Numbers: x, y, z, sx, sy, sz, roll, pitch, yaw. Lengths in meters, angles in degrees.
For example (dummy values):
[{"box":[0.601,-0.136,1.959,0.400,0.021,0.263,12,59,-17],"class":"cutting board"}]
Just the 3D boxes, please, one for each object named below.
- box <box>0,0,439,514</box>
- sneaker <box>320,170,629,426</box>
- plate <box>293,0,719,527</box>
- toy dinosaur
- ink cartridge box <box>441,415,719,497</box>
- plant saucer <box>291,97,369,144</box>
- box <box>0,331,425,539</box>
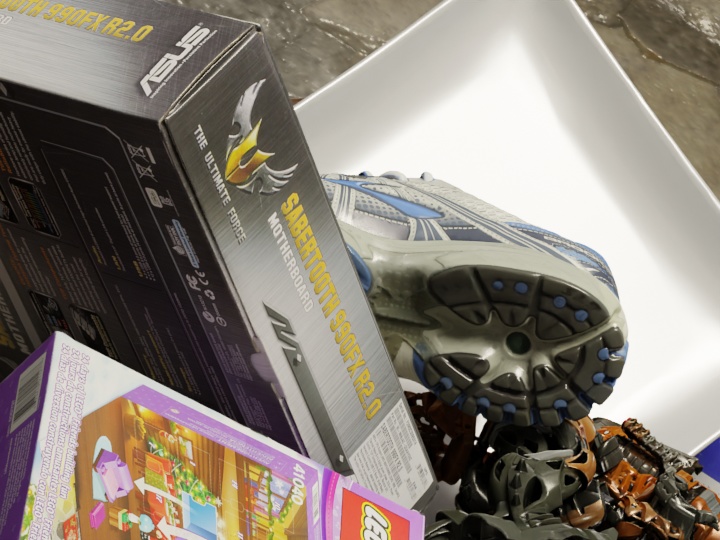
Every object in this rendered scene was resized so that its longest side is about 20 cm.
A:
[{"box":[-0.072,-0.002,0.857,0.158,0.200,0.048,17,52,39],"class":"box"},{"box":[0.000,0.000,0.957,0.200,0.077,0.085,17,25,6],"class":"sneaker"},{"box":[0.046,0.008,1.020,0.200,0.032,0.200,-36,89,-22],"class":"plate"},{"box":[0.062,0.091,0.946,0.200,0.102,0.136,5,34,14],"class":"toy dinosaur"},{"box":[0.110,0.077,1.096,0.200,0.039,0.099,33,66,-28],"class":"ink cartridge box"},{"box":[-0.075,-0.051,1.101,0.200,0.032,0.200,-3,6,0],"class":"plant saucer"},{"box":[-0.050,0.129,0.745,0.137,0.039,0.200,29,43,-24],"class":"box"}]
